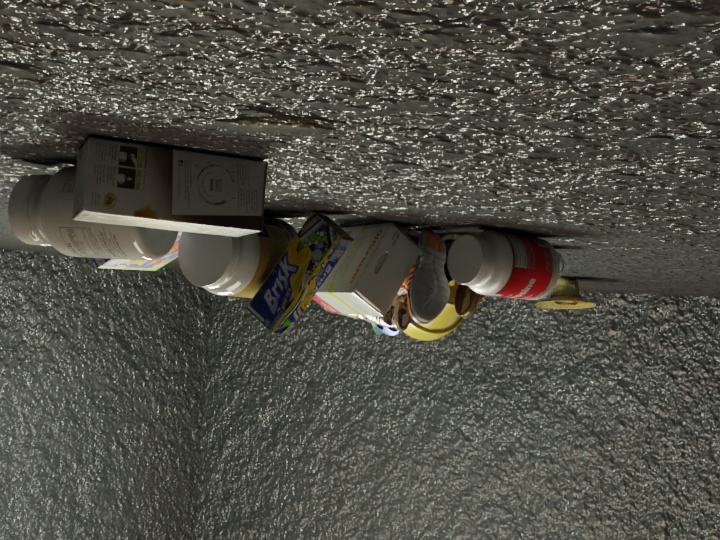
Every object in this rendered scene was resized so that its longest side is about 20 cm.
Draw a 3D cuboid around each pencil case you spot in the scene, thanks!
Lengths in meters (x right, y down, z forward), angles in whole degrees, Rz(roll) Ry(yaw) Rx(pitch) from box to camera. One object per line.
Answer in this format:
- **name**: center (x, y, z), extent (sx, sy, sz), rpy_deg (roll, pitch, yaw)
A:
- **pencil case**: center (0.013, 0.057, 1.747), extent (0.197, 0.078, 0.090), rpy_deg (14, 149, 33)

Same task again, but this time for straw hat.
- **straw hat**: center (0.628, 0.064, 2.760), extent (0.197, 0.087, 0.201), rpy_deg (1, 172, 0)

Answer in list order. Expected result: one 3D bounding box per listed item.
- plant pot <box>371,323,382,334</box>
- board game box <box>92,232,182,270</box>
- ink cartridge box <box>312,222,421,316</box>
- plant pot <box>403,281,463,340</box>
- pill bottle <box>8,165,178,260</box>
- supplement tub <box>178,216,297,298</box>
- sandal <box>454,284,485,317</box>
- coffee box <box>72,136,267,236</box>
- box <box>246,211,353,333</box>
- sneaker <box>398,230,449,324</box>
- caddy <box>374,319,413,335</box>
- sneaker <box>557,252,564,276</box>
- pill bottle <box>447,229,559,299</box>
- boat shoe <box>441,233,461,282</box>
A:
- **plant pot**: center (0.108, 0.055, 2.351), extent (0.158, 0.205, 0.200), rpy_deg (-8, 175, 9)
- **board game box**: center (-0.354, -0.054, 1.540), extent (0.133, 0.045, 0.200), rpy_deg (-30, 171, 13)
- **ink cartridge box**: center (0.000, 0.000, 1.629), extent (0.083, 0.147, 0.199), rpy_deg (37, 162, -24)
- **plant pot**: center (0.180, 0.045, 2.129), extent (0.197, 0.205, 0.189), rpy_deg (5, 162, -18)
- **pill bottle**: center (-0.337, -0.074, 1.141), extent (0.196, 0.117, 0.114), rpy_deg (3, 177, 20)
- **supplement tub**: center (-0.202, -0.027, 1.552), extent (0.142, 0.148, 0.199), rpy_deg (2, 177, 32)
- **sandal**: center (0.224, 0.017, 1.701), extent (0.054, 0.081, 0.201), rpy_deg (33, -144, -9)
- **coffee box**: center (-0.215, -0.089, 1.018), extent (0.196, 0.082, 0.114), rpy_deg (5, 177, -23)
- **box**: center (-0.101, 0.006, 1.504), extent (0.070, 0.201, 0.064), rpy_deg (39, -171, 20)
- **sneaker**: center (0.102, 0.032, 1.618), extent (0.077, 0.202, 0.112), rpy_deg (28, 135, -16)
- **caddy**: center (0.054, 0.028, 1.824), extent (0.104, 0.204, 0.141), rpy_deg (-19, -170, -30)
- **sneaker**: center (0.317, -0.017, 1.829), extent (0.196, 0.076, 0.082), rpy_deg (-4, 175, 5)
- **pill bottle**: center (0.251, -0.010, 1.592), extent (0.197, 0.115, 0.111), rpy_deg (6, 176, -39)
- **boat shoe**: center (0.161, -0.006, 1.755), extent (0.073, 0.067, 0.199), rpy_deg (16, 158, -13)
